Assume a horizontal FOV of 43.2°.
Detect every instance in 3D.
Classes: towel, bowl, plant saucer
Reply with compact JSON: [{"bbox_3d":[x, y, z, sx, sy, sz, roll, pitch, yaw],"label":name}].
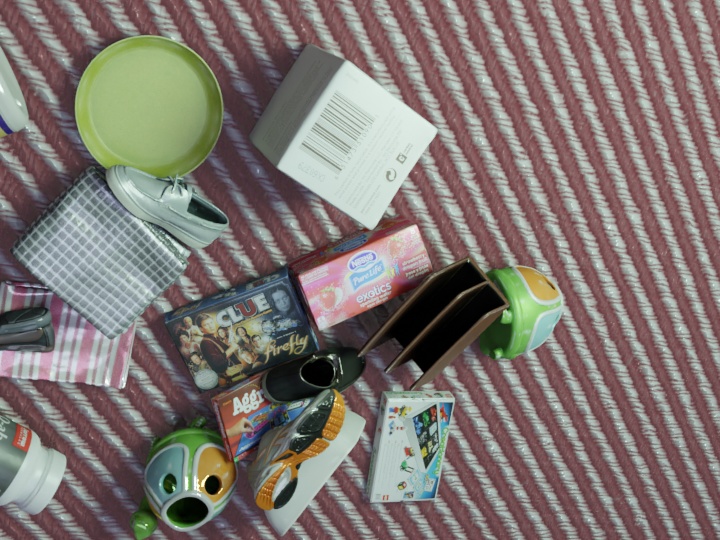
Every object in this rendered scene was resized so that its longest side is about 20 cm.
[{"bbox_3d":[-0.430,0.096,1.322,0.198,0.030,0.148,8,106,-21],"label":"towel"},{"bbox_3d":[-0.354,-0.020,1.258,0.166,0.086,0.200,-46,111,-3],"label":"towel"},{"bbox_3d":[-0.081,0.304,1.442,0.074,0.200,0.200,39,96,4],"label":"bowl"},{"bbox_3d":[-0.289,-0.221,1.247,0.198,0.031,0.202,-6,113,-15],"label":"plant saucer"}]

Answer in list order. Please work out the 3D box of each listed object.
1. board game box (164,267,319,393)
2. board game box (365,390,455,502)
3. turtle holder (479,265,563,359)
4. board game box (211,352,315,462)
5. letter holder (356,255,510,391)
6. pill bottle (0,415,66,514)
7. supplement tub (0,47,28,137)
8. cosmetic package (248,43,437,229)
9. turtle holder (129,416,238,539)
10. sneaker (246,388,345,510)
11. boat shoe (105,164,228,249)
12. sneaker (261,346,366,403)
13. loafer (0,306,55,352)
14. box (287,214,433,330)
[{"bbox_3d":[-0.179,0.093,1.379,0.198,0.035,0.137,-21,115,4],"label":"board game box"},{"bbox_3d":[0.085,0.305,1.571,0.125,0.035,0.202,3,109,-19],"label":"board game box"},{"bbox_3d":[0.256,0.081,1.485,0.130,0.141,0.188,-11,111,-19],"label":"turtle holder"},{"bbox_3d":[-0.135,0.204,1.404,0.199,0.019,0.104,-26,107,-41],"label":"board game box"},{"bbox_3d":[0.105,0.091,1.384,0.200,0.101,0.142,-49,163,32],"label":"letter holder"},{"bbox_3d":[-0.534,0.265,1.303,0.199,0.116,0.116,35,97,-27],"label":"pill bottle"},{"bbox_3d":[-0.527,-0.208,1.108,0.198,0.145,0.147,-24,116,-9],"label":"supplement tub"},{"bbox_3d":[-0.030,-0.188,1.251,0.164,0.200,0.166,32,98,-25],"label":"cosmetic package"},{"bbox_3d":[-0.277,0.327,1.390,0.183,0.132,0.142,-12,122,2],"label":"turtle holder"},{"bbox_3d":[-0.105,0.247,1.340,0.076,0.092,0.201,36,93,-39],"label":"sneaker"},{"bbox_3d":[-0.260,-0.100,1.254,0.071,0.071,0.200,-33,142,18],"label":"boat shoe"},{"bbox_3d":[-0.044,0.157,1.397,0.199,0.106,0.076,-14,85,-43],"label":"sneaker"},{"bbox_3d":[-0.522,0.099,1.255,0.198,0.072,0.064,-9,112,-2],"label":"loafer"},{"bbox_3d":[0.000,0.000,1.384,0.198,0.100,0.096,-24,107,-8],"label":"box"}]
